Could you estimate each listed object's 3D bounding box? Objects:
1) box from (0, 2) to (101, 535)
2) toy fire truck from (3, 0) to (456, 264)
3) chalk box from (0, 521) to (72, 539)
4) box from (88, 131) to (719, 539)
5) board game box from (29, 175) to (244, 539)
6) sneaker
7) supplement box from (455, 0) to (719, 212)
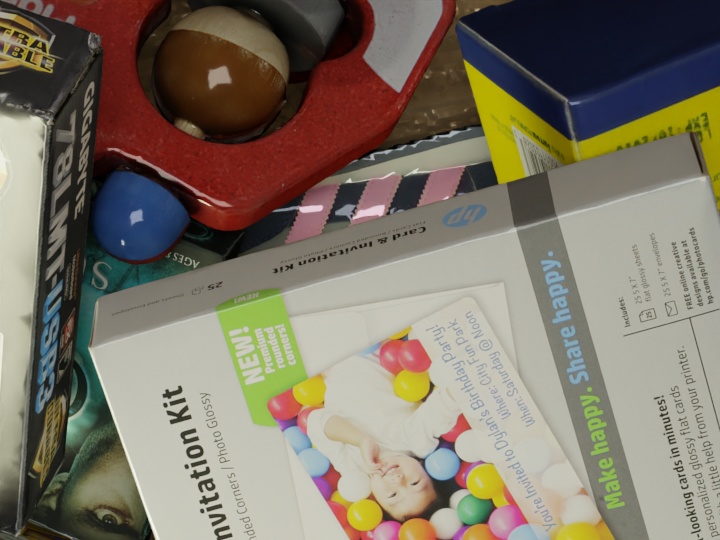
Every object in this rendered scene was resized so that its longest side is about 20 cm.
[{"bbox_3d":[-0.189,-0.022,0.987,0.197,0.050,0.201,18,136,8],"label":"box"},{"bbox_3d":[-0.078,-0.092,1.029,0.199,0.112,0.169,30,70,1],"label":"toy fire truck"},{"bbox_3d":[-0.067,0.181,1.065,0.199,0.124,0.126,19,94,1],"label":"chalk box"},{"bbox_3d":[0.031,0.057,0.946,0.199,0.041,0.157,-15,113,6],"label":"box"},{"bbox_3d":[-0.152,0.011,1.071,0.199,0.028,0.136,22,118,7],"label":"board game box"},{"bbox_3d":[0.000,0.000,1.080,0.199,0.070,0.083,-14,91,4],"label":"sneaker"},{"bbox_3d":[0.122,-0.002,1.016,0.108,0.110,0.201,-22,114,-10],"label":"supplement box"}]
